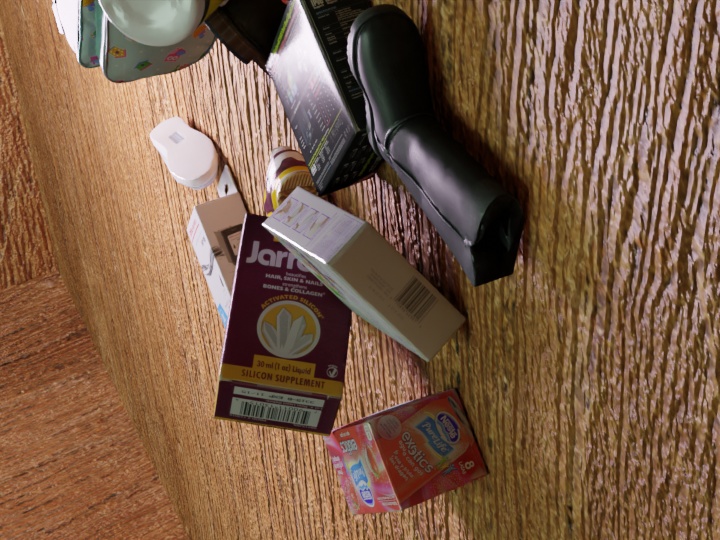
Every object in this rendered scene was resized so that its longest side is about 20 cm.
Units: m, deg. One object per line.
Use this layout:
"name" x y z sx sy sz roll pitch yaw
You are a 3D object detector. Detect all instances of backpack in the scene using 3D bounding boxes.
"backpack" -0.226 -0.311 1.874 0.154 0.199 0.176 55 154 26

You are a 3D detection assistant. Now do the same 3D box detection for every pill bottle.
"pill bottle" -0.166 -0.311 1.651 0.200 0.114 0.115 -58 -25 -49

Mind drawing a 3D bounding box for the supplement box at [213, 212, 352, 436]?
"supplement box" -0.075 0.057 1.779 0.103 0.130 0.201 105 172 -59

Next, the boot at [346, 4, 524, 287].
"boot" 0.062 -0.104 1.394 0.165 0.065 0.200 75 169 -46

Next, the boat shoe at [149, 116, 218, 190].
"boat shoe" -0.235 -0.147 2.334 0.200 0.072 0.069 35 160 56

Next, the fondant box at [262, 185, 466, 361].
"fondant box" 0.000 0.000 1.629 0.144 0.058 0.200 44 174 -24

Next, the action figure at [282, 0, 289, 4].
"action figure" -0.086 -0.341 1.601 0.065 0.051 0.201 128 127 -66

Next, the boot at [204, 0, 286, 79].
"boot" -0.084 -0.254 1.727 0.075 0.097 0.200 49 -171 7

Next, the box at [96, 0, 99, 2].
"box" -0.206 -0.394 1.705 0.047 0.200 0.194 27 141 14

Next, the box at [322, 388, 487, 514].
"box" 0.042 0.188 1.743 0.095 0.102 0.200 69 163 3

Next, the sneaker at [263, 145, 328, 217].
"sneaker" -0.068 -0.044 1.906 0.090 0.075 0.201 -117 21 -53

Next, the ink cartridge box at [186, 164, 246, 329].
"ink cartridge box" -0.178 -0.027 2.275 0.116 0.066 0.201 126 122 -72

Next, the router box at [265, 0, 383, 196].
"router box" -0.024 -0.174 1.605 0.200 0.062 0.150 128 120 -71
